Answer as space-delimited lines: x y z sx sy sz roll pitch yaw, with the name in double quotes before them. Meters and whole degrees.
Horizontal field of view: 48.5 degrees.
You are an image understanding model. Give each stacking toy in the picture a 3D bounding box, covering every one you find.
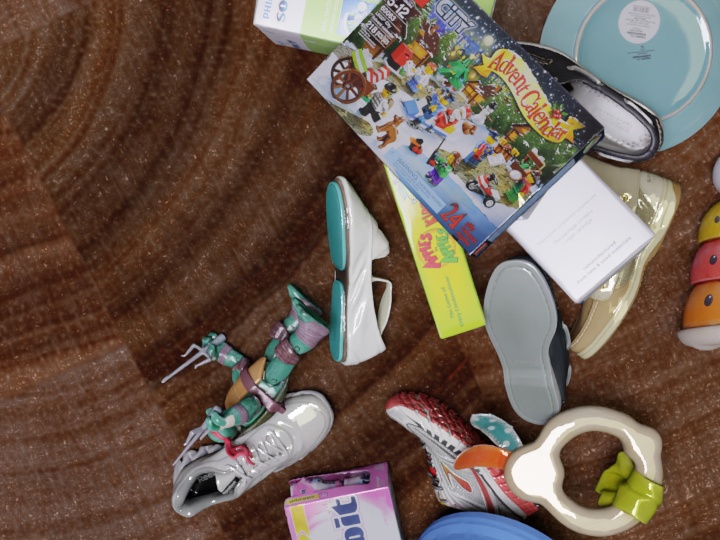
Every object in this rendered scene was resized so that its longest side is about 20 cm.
"stacking toy" 0.381 -0.024 0.798 0.146 0.146 0.200 -6 82 2

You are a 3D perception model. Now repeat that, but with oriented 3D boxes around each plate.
"plate" 0.280 -0.215 0.799 0.200 0.026 0.201 0 101 2

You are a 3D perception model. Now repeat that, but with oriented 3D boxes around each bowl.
"bowl" 0.142 0.334 0.808 0.200 0.039 0.201 16 127 23

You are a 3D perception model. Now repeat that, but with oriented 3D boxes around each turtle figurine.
"turtle figurine" -0.116 0.110 0.820 0.200 0.150 0.101 -48 124 2

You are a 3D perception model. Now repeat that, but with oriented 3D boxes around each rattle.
"rattle" 0.204 0.193 0.833 0.200 0.143 0.131 0 100 13

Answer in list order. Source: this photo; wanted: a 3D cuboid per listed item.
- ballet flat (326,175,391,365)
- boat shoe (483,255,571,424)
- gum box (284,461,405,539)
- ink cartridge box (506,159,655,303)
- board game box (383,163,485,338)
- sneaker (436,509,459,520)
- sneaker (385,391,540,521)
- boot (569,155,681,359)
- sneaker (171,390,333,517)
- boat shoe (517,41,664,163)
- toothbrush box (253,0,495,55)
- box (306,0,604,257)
"ballet flat" 0.000 0.000 0.830 0.069 0.069 0.200 -1 104 1
"boat shoe" 0.172 0.063 0.806 0.075 0.060 0.200 8 127 27
"gum box" -0.006 0.314 0.877 0.113 0.066 0.200 -12 100 3
"ink cartridge box" 0.153 -0.071 0.700 0.084 0.145 0.200 -43 77 11
"board game box" 0.068 -0.043 0.795 0.048 0.102 0.200 -18 99 4
"sneaker" 0.136 0.357 0.881 0.088 0.074 0.200 -42 97 13
"sneaker" 0.099 0.210 0.852 0.200 0.078 0.082 45 99 -6
"boot" 0.211 -0.023 0.812 0.155 0.073 0.200 22 106 2
"sneaker" -0.116 0.200 0.854 0.200 0.081 0.075 -33 96 5
"boat shoe" 0.198 -0.163 0.775 0.200 0.060 0.074 33 115 9
"toothbrush box" 0.014 -0.237 0.740 0.200 0.146 0.086 11 100 0
"box" 0.072 -0.129 0.632 0.137 0.038 0.200 -45 76 12
